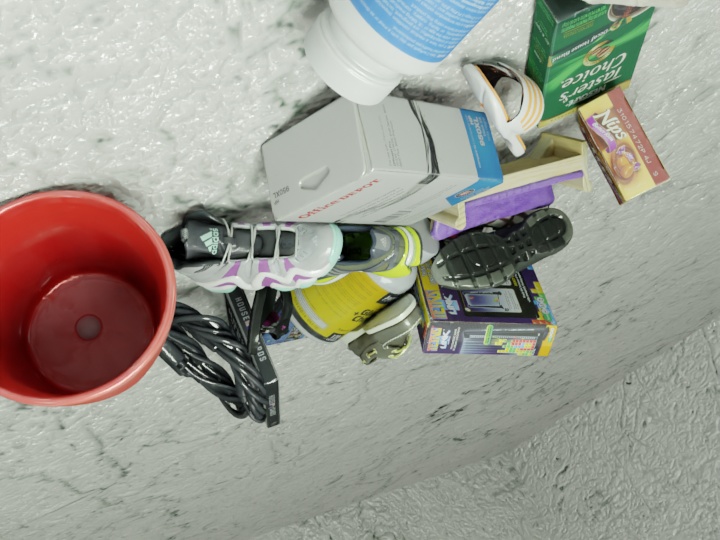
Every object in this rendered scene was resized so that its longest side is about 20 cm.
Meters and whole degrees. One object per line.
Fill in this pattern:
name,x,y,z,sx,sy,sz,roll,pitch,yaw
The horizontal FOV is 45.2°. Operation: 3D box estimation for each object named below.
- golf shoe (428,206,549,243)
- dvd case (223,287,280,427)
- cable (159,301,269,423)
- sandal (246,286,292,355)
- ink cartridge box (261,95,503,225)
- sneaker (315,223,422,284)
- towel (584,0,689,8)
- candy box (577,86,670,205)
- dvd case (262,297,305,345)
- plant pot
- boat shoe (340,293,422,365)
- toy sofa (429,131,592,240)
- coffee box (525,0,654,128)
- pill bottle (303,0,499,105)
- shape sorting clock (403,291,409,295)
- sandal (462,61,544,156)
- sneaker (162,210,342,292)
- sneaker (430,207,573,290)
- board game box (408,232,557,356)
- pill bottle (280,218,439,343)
golf shoe,0.183,-0.092,1.138,0.199,0.077,0.088,-15,145,-32
dvd case,-0.143,0.114,1.152,0.025,0.151,0.200,-20,158,-13
cable,-0.175,0.107,1.050,0.051,0.200,0.163,-49,-166,-33
sandal,-0.102,0.040,1.029,0.048,0.201,0.076,9,109,-2
ink cartridge box,0.023,-0.106,0.874,0.200,0.085,0.144,-2,165,-45
sneaker,-0.030,-0.027,1.000,0.199,0.074,0.081,-8,166,36
towel,0.241,-0.292,0.733,0.199,0.035,0.133,-6,138,-28
candy box,0.306,-0.141,1.020,0.056,0.117,0.200,-28,175,13
dvd case,-0.055,0.062,1.309,0.199,0.018,0.143,-9,153,-33
plant pot,-0.272,0.043,0.831,0.200,0.201,0.177,-20,168,-12
boat shoe,0.035,0.081,1.120,0.072,0.060,0.202,-39,-177,-24
toy sofa,0.176,-0.096,1.043,0.199,0.098,0.083,-17,-158,-23
coffee box,0.237,-0.235,0.902,0.123,0.044,0.200,-24,159,-5
pill bottle,0.045,-0.219,0.645,0.112,0.113,0.200,-1,148,-45
shape sorting clock,0.108,0.035,1.232,0.199,0.200,0.039,-12,115,-29
sandal,0.162,-0.180,0.919,0.059,0.079,0.207,-32,166,14
sneaker,-0.130,-0.025,0.903,0.199,0.078,0.140,-13,159,27
sneaker,0.175,-0.016,1.094,0.199,0.076,0.079,-18,168,-19
board game box,0.149,0.026,1.134,0.165,0.200,0.057,1,127,-7
pill bottle,0.000,0.000,1.097,0.200,0.112,0.112,-37,155,29
